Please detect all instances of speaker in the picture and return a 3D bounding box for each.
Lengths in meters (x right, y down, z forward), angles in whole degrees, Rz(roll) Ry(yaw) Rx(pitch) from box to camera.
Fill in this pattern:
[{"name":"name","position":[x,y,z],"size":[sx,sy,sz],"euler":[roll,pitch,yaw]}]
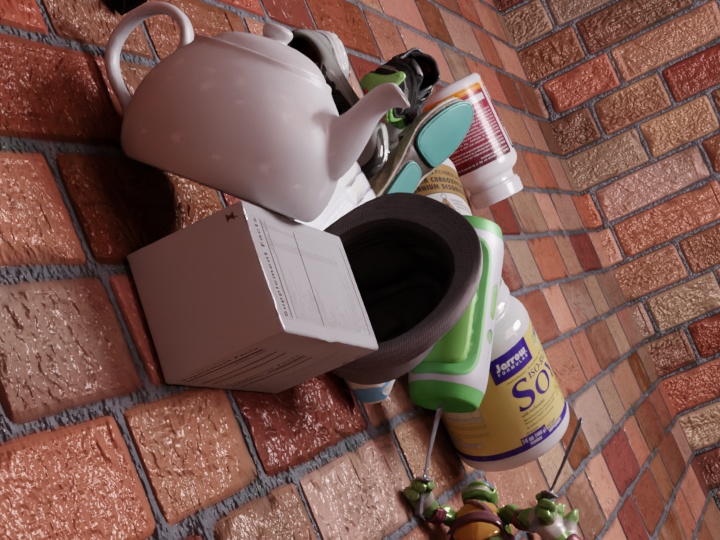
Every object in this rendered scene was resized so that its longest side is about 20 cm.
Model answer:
[{"name":"speaker","position":[0.102,0.046,1.460],"size":[0.088,0.088,0.201],"euler":[37,58,-56]}]

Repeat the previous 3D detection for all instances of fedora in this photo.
[{"name":"fedora","position":[0.024,0.031,1.282],"size":[0.200,0.176,0.090],"euler":[-50,148,-26]}]

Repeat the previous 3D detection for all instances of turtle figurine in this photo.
[{"name":"turtle figurine","position":[0.118,0.247,1.378],"size":[0.143,0.200,0.194],"euler":[24,35,-11]},{"name":"turtle figurine","position":[0.328,0.371,1.744],"size":[0.144,0.200,0.194],"euler":[-11,48,-41]}]

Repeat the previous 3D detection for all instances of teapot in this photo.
[{"name":"teapot","position":[-0.097,-0.135,1.132],"size":[0.199,0.147,0.197],"euler":[19,1,-29]}]

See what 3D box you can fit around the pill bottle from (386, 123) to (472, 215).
[{"name":"pill bottle","position":[0.070,-0.081,1.649],"size":[0.114,0.114,0.201],"euler":[37,31,-56]}]

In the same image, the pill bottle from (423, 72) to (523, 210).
[{"name":"pill bottle","position":[0.179,-0.204,2.185],"size":[0.201,0.113,0.113],"euler":[64,18,-5]}]

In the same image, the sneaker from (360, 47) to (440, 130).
[{"name":"sneaker","position":[0.059,-0.212,1.584],"size":[0.077,0.084,0.200],"euler":[59,12,-3]}]

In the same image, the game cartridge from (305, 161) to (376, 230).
[{"name":"game cartridge","position":[-0.031,-0.016,1.371],"size":[0.130,0.038,0.200],"euler":[57,39,-16]}]

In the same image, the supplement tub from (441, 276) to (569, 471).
[{"name":"supplement tub","position":[0.146,0.116,1.593],"size":[0.146,0.145,0.201],"euler":[-76,143,-63]}]

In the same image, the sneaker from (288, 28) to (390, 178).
[{"name":"sneaker","position":[-0.034,-0.191,1.566],"size":[0.079,0.074,0.201],"euler":[6,54,-60]}]

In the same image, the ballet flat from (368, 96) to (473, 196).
[{"name":"ballet flat","position":[0.053,-0.131,1.579],"size":[0.200,0.062,0.068],"euler":[-51,134,-20]}]

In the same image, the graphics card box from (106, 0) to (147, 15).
[{"name":"graphics card box","position":[-0.241,-0.346,1.261],"size":[0.126,0.051,0.201],"euler":[48,25,-44]}]

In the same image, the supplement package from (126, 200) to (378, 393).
[{"name":"supplement package","position":[-0.084,0.027,1.124],"size":[0.200,0.109,0.114],"euler":[19,49,-67]}]

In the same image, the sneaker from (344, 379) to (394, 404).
[{"name":"sneaker","position":[0.017,0.056,1.438],"size":[0.200,0.076,0.081],"euler":[-66,145,-53]}]
